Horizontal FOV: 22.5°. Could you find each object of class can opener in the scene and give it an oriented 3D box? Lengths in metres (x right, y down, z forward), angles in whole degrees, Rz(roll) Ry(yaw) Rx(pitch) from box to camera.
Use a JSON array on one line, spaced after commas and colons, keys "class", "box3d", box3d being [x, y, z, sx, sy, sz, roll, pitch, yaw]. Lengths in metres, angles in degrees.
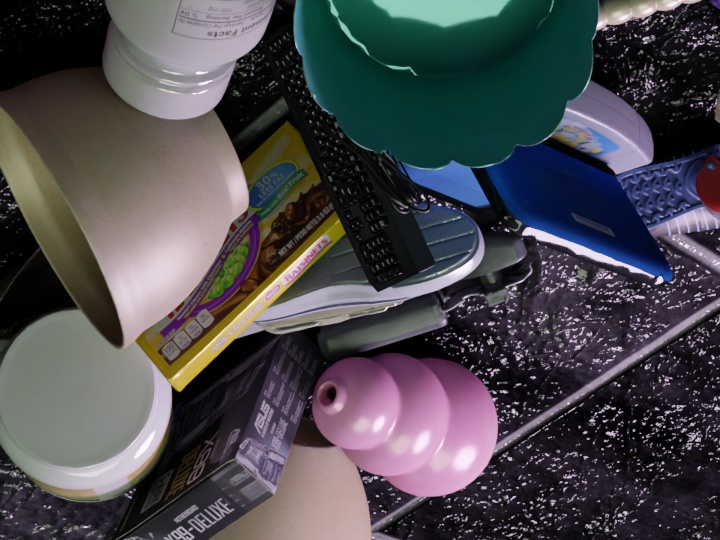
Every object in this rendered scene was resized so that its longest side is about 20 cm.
[{"class": "can opener", "box3d": [0.054, 0.020, 1.549, 0.198, 0.053, 0.067, -22, 105, 13]}]

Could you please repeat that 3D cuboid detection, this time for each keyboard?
[{"class": "keyboard", "box3d": [-0.015, -0.082, 1.275, 0.039, 0.201, 0.104, -26, 179, -36]}]

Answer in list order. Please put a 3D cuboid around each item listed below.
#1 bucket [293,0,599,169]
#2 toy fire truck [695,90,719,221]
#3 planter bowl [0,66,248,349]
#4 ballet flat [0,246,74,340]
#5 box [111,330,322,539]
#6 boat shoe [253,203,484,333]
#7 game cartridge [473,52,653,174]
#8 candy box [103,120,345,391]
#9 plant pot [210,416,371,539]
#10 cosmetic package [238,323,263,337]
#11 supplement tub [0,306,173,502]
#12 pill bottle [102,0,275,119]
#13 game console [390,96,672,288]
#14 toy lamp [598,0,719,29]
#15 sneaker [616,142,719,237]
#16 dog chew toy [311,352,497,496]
[{"class": "bucket", "box3d": [0.052, -0.182, 1.167, 0.205, 0.135, 0.209, 0, 115, 1]}, {"class": "toy fire truck", "box3d": [0.307, -0.130, 1.356, 0.140, 0.049, 0.201, 17, 109, -50]}, {"class": "planter bowl", "box3d": [-0.164, -0.064, 1.294, 0.134, 0.200, 0.201, -30, 145, -16]}, {"class": "ballet flat", "box3d": [-0.242, 0.001, 1.439, 0.199, 0.046, 0.068, -34, 100, 31]}, {"class": "box", "box3d": [-0.119, 0.150, 1.542, 0.157, 0.201, 0.050, -36, 109, 30]}, {"class": "boat shoe", "box3d": [0.000, 0.000, 1.367, 0.198, 0.073, 0.062, -12, 155, 14]}, {"class": "game cartridge", "box3d": [0.128, -0.106, 1.357, 0.133, 0.041, 0.199, -22, 153, 37]}, {"class": "candy box", "box3d": [-0.095, -0.013, 1.357, 0.200, 0.102, 0.026, -44, 146, -3]}, {"class": "plant pot", "box3d": [-0.075, 0.208, 1.657, 0.198, 0.200, 0.136, 8, 104, -21]}, {"class": "cosmetic package", "box3d": [-0.060, -0.022, 1.435, 0.198, 0.091, 0.107, -13, 141, 10]}, {"class": "supplement tub", "box3d": [-0.223, 0.109, 1.462, 0.143, 0.146, 0.200, -4, 169, -6]}, {"class": "pill bottle", "box3d": [-0.107, -0.199, 1.178, 0.113, 0.115, 0.201, 5, 140, -18]}, {"class": "game console", "box3d": [0.104, -0.041, 1.324, 0.199, 0.172, 0.118, 17, 127, -44]}, {"class": "toy lamp", "box3d": [0.172, -0.185, 1.304, 0.198, 0.059, 0.058, -17, 141, 7]}, {"class": "sneaker", "box3d": [0.265, -0.065, 1.472, 0.198, 0.071, 0.078, -7, 179, -23]}, {"class": "dog chew toy", "box3d": [0.033, 0.128, 1.593, 0.124, 0.125, 0.199, -33, 146, 27]}]
